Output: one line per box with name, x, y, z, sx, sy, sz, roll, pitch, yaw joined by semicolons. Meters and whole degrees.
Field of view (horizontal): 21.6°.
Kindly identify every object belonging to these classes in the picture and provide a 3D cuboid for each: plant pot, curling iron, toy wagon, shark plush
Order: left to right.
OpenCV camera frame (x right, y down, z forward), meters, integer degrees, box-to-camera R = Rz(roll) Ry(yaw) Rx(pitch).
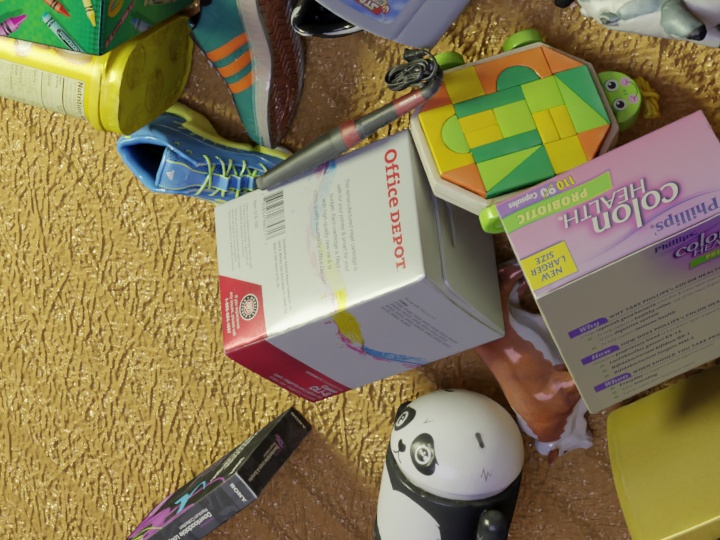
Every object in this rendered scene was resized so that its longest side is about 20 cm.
curling iron;-0.009;-0.117;1.541;0.200;0.050;0.026;-35;130;29
toy wagon;0.144;-0.122;1.521;0.199;0.040;0.156;-17;66;-4
shark plush;0.225;-0.231;1.513;0.200;0.091;0.084;14;98;36
plant pot;0.326;0.205;1.564;0.200;0.177;0.200;-27;109;27

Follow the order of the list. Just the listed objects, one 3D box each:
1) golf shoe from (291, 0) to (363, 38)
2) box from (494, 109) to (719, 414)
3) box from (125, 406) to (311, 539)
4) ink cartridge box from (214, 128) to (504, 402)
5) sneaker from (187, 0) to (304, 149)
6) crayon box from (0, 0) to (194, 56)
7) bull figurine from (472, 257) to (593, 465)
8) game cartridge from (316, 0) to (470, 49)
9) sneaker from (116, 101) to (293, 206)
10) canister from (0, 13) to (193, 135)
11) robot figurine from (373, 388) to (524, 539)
golf shoe;0.030;-0.239;1.540;0.200;0.095;0.078;-29;99;26
box;0.223;-0.002;1.487;0.175;0.097;0.200;-25;145;6
box;-0.146;0.216;1.770;0.200;0.143;0.036;-36;96;28
ink cartridge box;0.000;0.000;1.595;0.200;0.146;0.145;-20;148;26
sneaker;-0.100;-0.193;1.605;0.080;0.071;0.200;16;137;22
crayon box;-0.225;-0.239;1.569;0.118;0.200;0.058;13;114;14
bull figurine;0.158;0.075;1.647;0.121;0.065;0.200;-36;103;21
game cartridge;0.014;-0.257;1.463;0.200;0.042;0.133;28;104;-34
sneaker;-0.128;-0.078;1.658;0.200;0.105;0.076;24;118;9
canister;-0.265;-0.193;1.634;0.199;0.149;0.087;16;117;14
robot figurine;0.076;0.201;1.687;0.150;0.125;0.200;20;126;15
